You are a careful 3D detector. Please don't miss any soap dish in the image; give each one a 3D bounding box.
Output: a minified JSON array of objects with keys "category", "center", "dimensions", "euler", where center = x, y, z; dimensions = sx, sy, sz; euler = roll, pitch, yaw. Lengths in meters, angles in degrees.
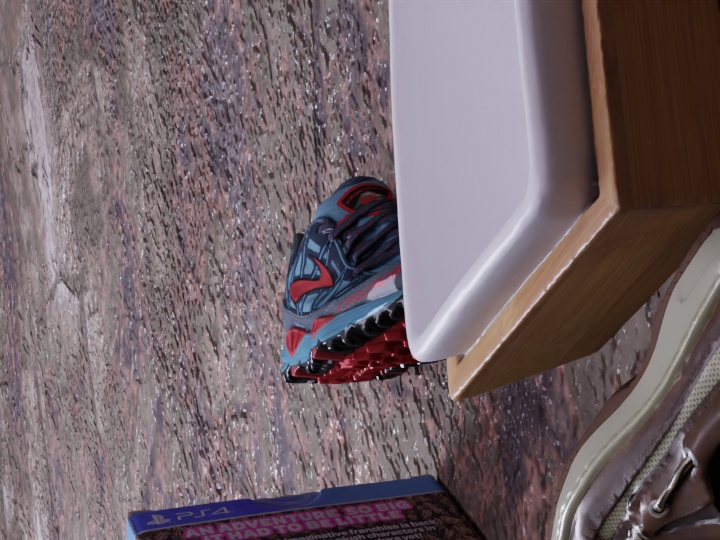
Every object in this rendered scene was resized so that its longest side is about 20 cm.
[{"category":"soap dish","center":[0.069,-0.073,0.770],"dimensions":[0.157,0.081,0.201],"euler":[123,149,-59]}]

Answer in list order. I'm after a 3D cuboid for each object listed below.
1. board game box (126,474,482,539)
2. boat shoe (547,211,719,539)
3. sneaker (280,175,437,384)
[{"category":"board game box","center":[-0.006,0.189,0.969],"dimensions":[0.200,0.158,0.097],"euler":[-130,40,-59]},{"category":"boat shoe","center":[0.119,0.070,0.726],"dimensions":[0.075,0.074,0.203],"euler":[59,148,38]},{"category":"sneaker","center":[0.000,0.000,1.024],"dimensions":[0.200,0.079,0.096],"euler":[155,110,-69]}]
